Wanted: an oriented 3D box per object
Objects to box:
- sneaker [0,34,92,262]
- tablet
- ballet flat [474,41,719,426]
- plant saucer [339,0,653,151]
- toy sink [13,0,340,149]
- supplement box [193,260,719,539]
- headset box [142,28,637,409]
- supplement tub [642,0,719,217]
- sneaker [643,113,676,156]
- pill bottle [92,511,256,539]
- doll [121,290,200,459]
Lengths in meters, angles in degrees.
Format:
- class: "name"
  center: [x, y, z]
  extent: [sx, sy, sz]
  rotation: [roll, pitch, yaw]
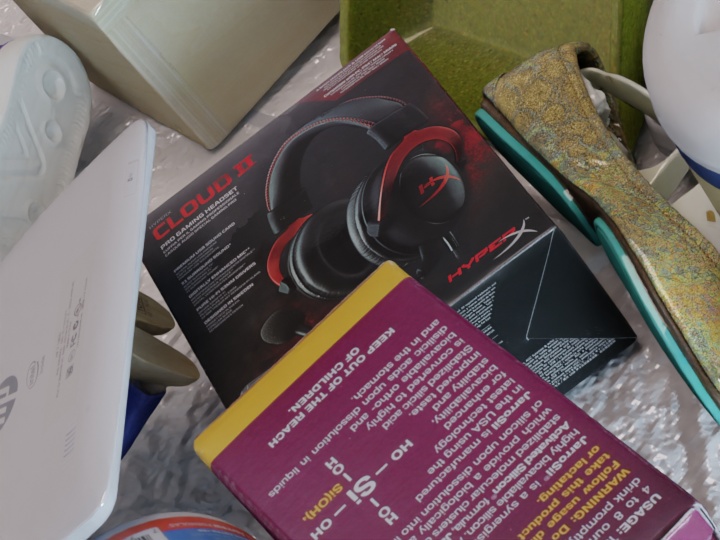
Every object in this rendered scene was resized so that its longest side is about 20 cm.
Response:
- class: "sneaker"
  center: [-0.216, -0.021, 1.339]
  extent: [0.146, 0.081, 0.200]
  rotation: [-17, 44, 37]
- class: "tablet"
  center: [-0.124, 0.045, 1.071]
  extent: [0.130, 0.014, 0.200]
  rotation: [-43, 31, 37]
- class: "ballet flat"
  center: [0.113, -0.023, 1.061]
  extent: [0.071, 0.071, 0.200]
  rotation: [-36, 47, 1]
- class: "plant saucer"
  center: [0.066, -0.158, 1.196]
  extent: [0.048, 0.200, 0.200]
  rotation: [-13, 24, -33]
- class: "toy sink"
  center: [-0.065, -0.177, 1.349]
  extent: [0.200, 0.112, 0.130]
  rotation: [-50, 39, -9]
- class: "supplement box"
  center: [0.053, 0.105, 0.939]
  extent: [0.103, 0.131, 0.200]
  rotation: [-43, 37, -6]
- class: "headset box"
  center: [0.000, 0.000, 1.136]
  extent: [0.149, 0.075, 0.200]
  rotation: [-37, 37, 2]
- class: "supplement tub"
  center: [0.194, -0.030, 0.910]
  extent: [0.144, 0.200, 0.144]
  rotation: [-22, 40, 19]
- class: "sneaker"
  center: [0.154, -0.145, 1.132]
  extent: [0.075, 0.114, 0.200]
  rotation: [5, 52, 32]
- class: "pill bottle"
  center: [-0.034, 0.175, 0.947]
  extent: [0.112, 0.112, 0.200]
  rotation: [-41, 37, -6]
- class: "doll"
  center: [-0.142, 0.098, 1.126]
  extent: [0.200, 0.048, 0.136]
  rotation: [-55, 32, 15]
